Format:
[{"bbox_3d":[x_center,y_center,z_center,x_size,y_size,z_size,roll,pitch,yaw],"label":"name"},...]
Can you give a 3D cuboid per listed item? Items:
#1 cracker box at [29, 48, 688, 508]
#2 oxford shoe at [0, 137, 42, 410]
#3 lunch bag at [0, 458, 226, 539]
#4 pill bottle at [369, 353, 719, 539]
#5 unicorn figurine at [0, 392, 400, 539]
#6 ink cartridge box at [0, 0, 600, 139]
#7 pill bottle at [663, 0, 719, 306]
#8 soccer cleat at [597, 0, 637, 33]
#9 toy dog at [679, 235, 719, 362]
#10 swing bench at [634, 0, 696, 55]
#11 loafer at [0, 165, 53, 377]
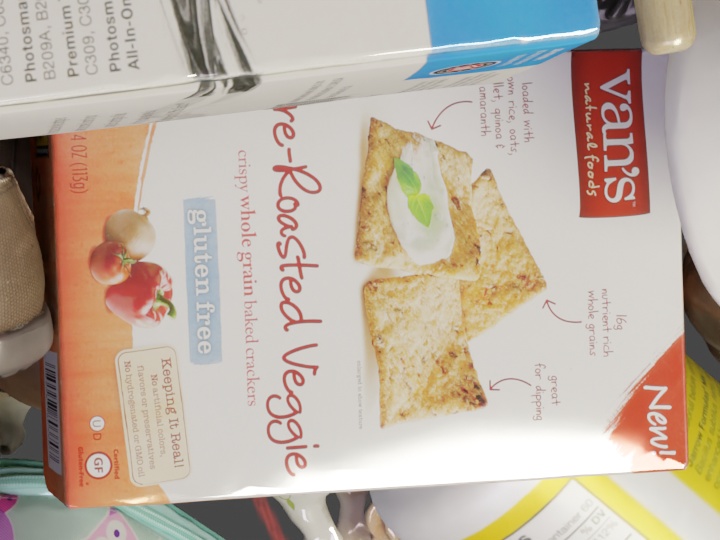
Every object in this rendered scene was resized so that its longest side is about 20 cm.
[{"bbox_3d":[0.000,0.000,0.922,0.199,0.058,0.135,-3,92,-13],"label":"cracker box"},{"bbox_3d":[-0.090,-0.044,0.967,0.084,0.073,0.201,25,124,39],"label":"oxford shoe"},{"bbox_3d":[-0.134,0.127,1.061,0.199,0.077,0.160,-8,154,34],"label":"lunch bag"},{"bbox_3d":[0.076,0.070,1.038,0.200,0.115,0.114,40,126,-23],"label":"pill bottle"},{"bbox_3d":[-0.069,0.066,1.097,0.199,0.074,0.138,-5,131,-7],"label":"unicorn figurine"},{"bbox_3d":[-0.051,-0.083,0.784,0.199,0.146,0.085,-6,91,-8],"label":"ink cartridge box"},{"bbox_3d":[0.194,-0.044,0.809,0.199,0.115,0.115,-3,132,28],"label":"pill bottle"},{"bbox_3d":[0.024,-0.101,0.914,0.199,0.073,0.069,-5,94,24],"label":"soccer cleat"},{"bbox_3d":[0.197,-0.015,0.930,0.199,0.140,0.194,-23,114,27],"label":"toy dog"},{"bbox_3d":[0.154,-0.180,0.736,0.198,0.130,0.201,-7,111,17],"label":"swing bench"},{"bbox_3d":[-0.160,-0.039,0.907,0.200,0.073,0.071,30,123,34],"label":"loafer"}]
